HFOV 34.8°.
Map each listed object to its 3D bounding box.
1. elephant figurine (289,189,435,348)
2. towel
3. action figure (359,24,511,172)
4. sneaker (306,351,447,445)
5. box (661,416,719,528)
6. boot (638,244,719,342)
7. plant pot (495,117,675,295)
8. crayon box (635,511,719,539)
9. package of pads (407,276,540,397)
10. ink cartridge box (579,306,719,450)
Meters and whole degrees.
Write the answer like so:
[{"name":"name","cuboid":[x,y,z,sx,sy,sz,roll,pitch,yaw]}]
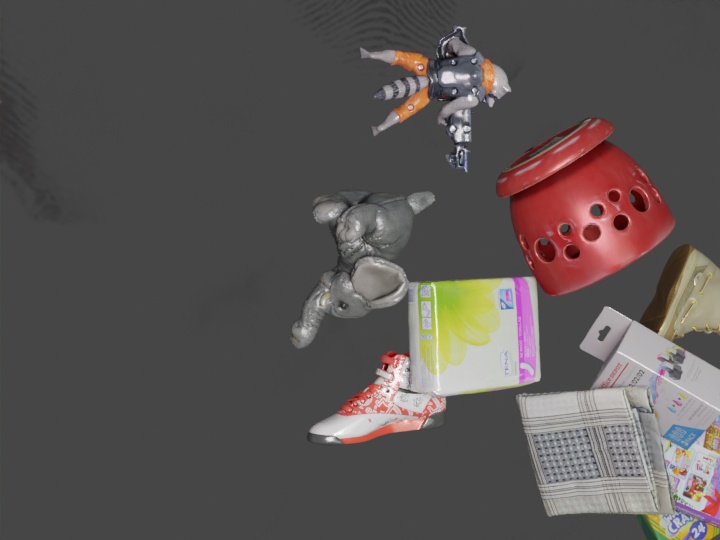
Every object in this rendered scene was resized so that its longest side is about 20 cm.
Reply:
[{"name":"elephant figurine","cuboid":[0.000,0.000,1.513,0.141,0.155,0.200,-27,119,-56]},{"name":"towel","cuboid":[0.325,0.255,1.596,0.035,0.200,0.193,-28,106,-57]},{"name":"action figure","cuboid":[0.107,-0.224,1.525,0.193,0.105,0.200,-11,95,-5]},{"name":"sneaker","cuboid":[0.019,0.168,1.550,0.201,0.067,0.108,-8,96,-19]},{"name":"box","cuboid":[0.479,0.247,1.639,0.137,0.039,0.200,22,66,14]},{"name":"boot","cuboid":[0.492,0.082,1.673,0.155,0.073,0.200,27,79,-14]},{"name":"plant pot","cuboid":[0.289,-0.089,1.541,0.200,0.200,0.183,-35,96,-11]},{"name":"crayon box","cuboid":[0.456,0.314,1.694,0.126,0.052,0.200,-30,101,-12]},{"name":"package of pads","cuboid":[0.153,0.088,1.548,0.200,0.068,0.155,-2,90,-36]},{"name":"ink cartridge box","cuboid":[0.396,0.149,1.588,0.200,0.115,0.068,31,53,10]}]
